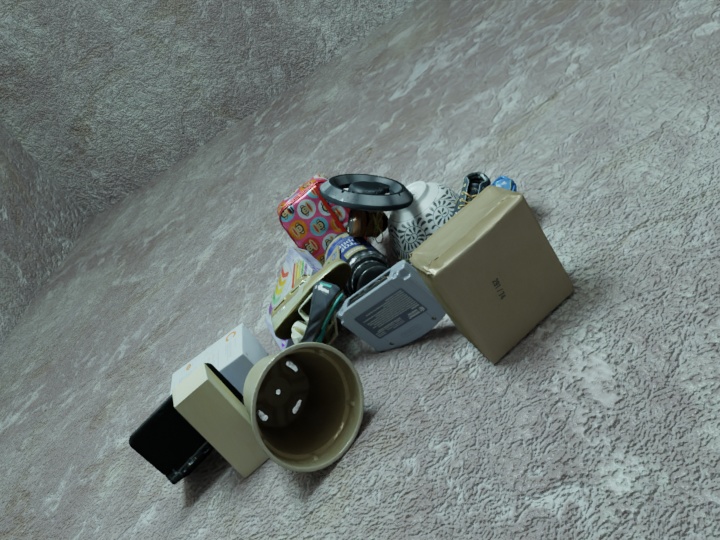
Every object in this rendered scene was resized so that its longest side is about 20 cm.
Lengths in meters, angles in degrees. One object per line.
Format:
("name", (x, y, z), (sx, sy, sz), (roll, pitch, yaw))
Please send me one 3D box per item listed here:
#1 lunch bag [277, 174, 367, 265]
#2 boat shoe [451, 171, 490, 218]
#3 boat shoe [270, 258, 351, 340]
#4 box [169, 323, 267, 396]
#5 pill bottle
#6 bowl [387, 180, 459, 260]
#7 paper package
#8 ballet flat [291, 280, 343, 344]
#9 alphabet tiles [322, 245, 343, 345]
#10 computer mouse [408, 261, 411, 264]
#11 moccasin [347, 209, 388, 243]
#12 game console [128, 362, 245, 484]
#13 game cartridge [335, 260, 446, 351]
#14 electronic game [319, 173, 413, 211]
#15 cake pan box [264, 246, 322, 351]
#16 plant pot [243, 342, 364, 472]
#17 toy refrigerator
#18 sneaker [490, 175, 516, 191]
("lunch bag", (-0.079, -0.113, 1.630), (0.175, 0.202, 0.082), (-37, 22, 1))
("boat shoe", (0.208, -0.122, 1.347), (0.069, 0.093, 0.201), (10, 26, 8))
("boat shoe", (-0.103, 0.043, 1.361), (0.199, 0.074, 0.067), (-43, 49, 8))
("box", (-0.298, 0.230, 1.492), (0.198, 0.098, 0.125), (-36, 27, 7))
("pill bottle", (0.000, 0.000, 1.455), (0.111, 0.113, 0.200), (-39, 27, -4))
("bowl", (0.126, -0.127, 1.511), (0.198, 0.095, 0.203), (-30, 27, 17))
("paper package", (0.205, 0.003, 1.097), (0.189, 0.201, 0.103), (-39, 26, -3))
("ballet flat", (-0.091, 0.101, 1.324), (0.074, 0.071, 0.203), (-84, 14, -56))
("alphabet tiles", (-0.076, 0.077, 1.428), (0.168, 0.007, 0.204), (-52, 32, 39))
("computer mouse", (0.144, -0.007, 1.270), (0.138, 0.053, 0.200), (-40, 26, -2))
("moccasin", (0.020, -0.099, 1.490), (0.075, 0.076, 0.201), (11, 2, 14))
("game console", (-0.310, 0.284, 1.326), (0.200, 0.117, 0.176), (-44, -4, -8))
("game cartridge", (0.060, 0.070, 1.233), (0.199, 0.132, 0.042), (-35, 30, 42))
("electronic game", (0.012, -0.158, 1.446), (0.193, 0.043, 0.201), (6, 22, -2))
("cake pan box", (-0.136, 0.065, 1.501), (0.200, 0.051, 0.189), (42, 115, 64))
("plant pot", (-0.118, 0.220, 1.209), (0.201, 0.201, 0.182), (-47, 18, -19))
("toy refrigerator", (-0.242, 0.267, 1.253), (0.075, 0.202, 0.070), (-38, 26, -3))
("sneaker", (0.255, -0.100, 1.285), (0.073, 0.107, 0.202), (-7, 36, 14))
